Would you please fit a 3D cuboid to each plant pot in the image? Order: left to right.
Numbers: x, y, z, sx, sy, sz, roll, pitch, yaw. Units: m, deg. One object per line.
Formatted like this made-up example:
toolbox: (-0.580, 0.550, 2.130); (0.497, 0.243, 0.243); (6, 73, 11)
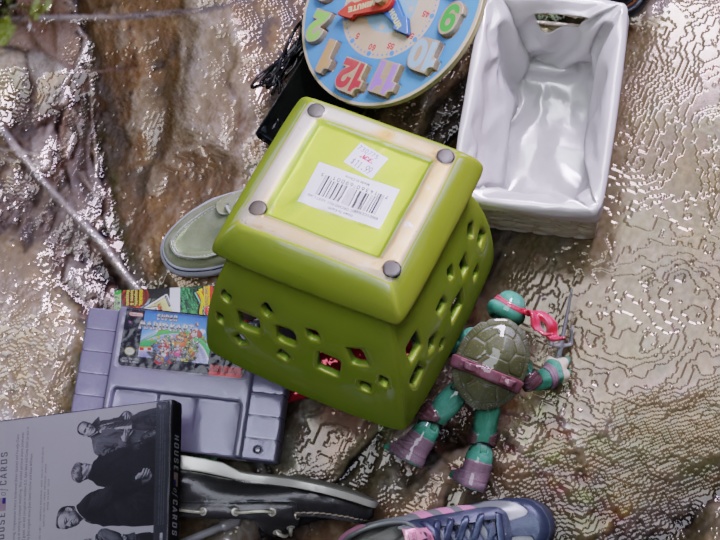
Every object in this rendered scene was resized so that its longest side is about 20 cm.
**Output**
plant pot: (-0.009, -0.017, 1.492); (0.199, 0.182, 0.199); (22, 60, 14)

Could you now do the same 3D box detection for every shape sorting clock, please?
shape sorting clock: (0.028, -0.244, 1.632); (0.199, 0.039, 0.201); (-11, 71, 33)

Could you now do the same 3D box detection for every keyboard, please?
keyboard: (-0.030, -0.199, 1.715); (0.104, 0.040, 0.200); (34, 81, -7)

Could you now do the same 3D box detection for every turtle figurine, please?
turtle figurine: (0.106, 0.087, 1.575); (0.149, 0.101, 0.201); (24, 89, 7)

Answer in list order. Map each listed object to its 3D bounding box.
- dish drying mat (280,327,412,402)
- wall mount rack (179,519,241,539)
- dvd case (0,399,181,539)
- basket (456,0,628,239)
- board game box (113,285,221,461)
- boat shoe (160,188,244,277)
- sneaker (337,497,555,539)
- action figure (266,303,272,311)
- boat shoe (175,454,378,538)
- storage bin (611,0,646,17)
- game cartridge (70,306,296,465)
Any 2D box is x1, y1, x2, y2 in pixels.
dish drying mat: (-0.017, 0.069, 1.647); (0.199, 0.018, 0.077); (-17, 76, 5)
wall mount rack: (-0.165, 0.311, 1.589); (0.173, 0.075, 0.200); (-30, 73, 5)
dvd case: (-0.253, 0.200, 1.591); (0.199, 0.025, 0.151); (-9, 70, 23)
basket: (0.167, -0.135, 1.610); (0.135, 0.123, 0.201); (7, 78, 11)
board game box: (-0.181, 0.114, 1.664); (0.104, 0.023, 0.201); (-3, 76, 7)
boat shoe: (-0.099, -0.054, 1.669); (0.199, 0.062, 0.072); (-23, 73, 4)
sneaker: (0.071, 0.240, 1.554); (0.199, 0.082, 0.070); (-15, 74, 6)
action figure: (0.000, 0.000, 1.632); (0.199, 0.055, 0.118); (-16, 38, -8)
boat shoe: (-0.085, 0.209, 1.590); (0.199, 0.074, 0.061); (10, 82, -1)
storage bin: (0.192, -0.333, 1.624); (0.200, 0.134, 0.146); (30, 98, 7)
game cartridge: (-0.163, 0.103, 1.636); (0.199, 0.038, 0.130); (5, 81, 10)
